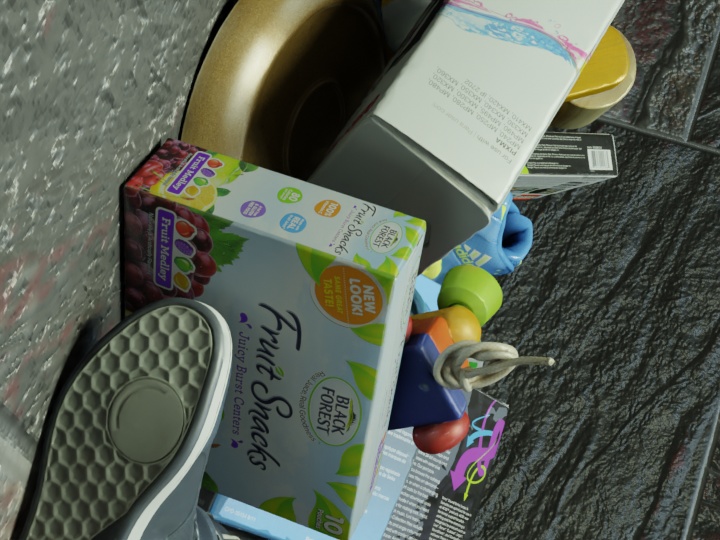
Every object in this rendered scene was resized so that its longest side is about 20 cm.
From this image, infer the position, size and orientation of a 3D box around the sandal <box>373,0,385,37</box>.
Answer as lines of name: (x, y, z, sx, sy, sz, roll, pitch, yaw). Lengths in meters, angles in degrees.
sandal: (-0.016, -0.146, 0.847, 0.075, 0.048, 0.201, -59, 152, -47)

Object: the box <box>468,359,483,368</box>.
box: (0.038, 0.076, 1.143, 0.200, 0.097, 0.177, -97, -165, -51)

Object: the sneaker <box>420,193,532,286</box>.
sneaker: (0.061, -0.003, 0.898, 0.200, 0.105, 0.076, 94, 13, -60)

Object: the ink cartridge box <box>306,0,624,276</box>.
ink cartridge box: (0.060, -0.106, 0.719, 0.200, 0.083, 0.146, -57, -173, -25)

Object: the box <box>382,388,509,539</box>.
box: (0.036, 0.172, 0.973, 0.143, 0.036, 0.200, 32, 73, -44)

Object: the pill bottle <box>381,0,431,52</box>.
pill bottle: (0.072, -0.207, 0.894, 0.112, 0.112, 0.200, 41, 54, -79)

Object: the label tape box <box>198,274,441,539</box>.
label tape box: (-0.022, 0.085, 0.863, 0.144, 0.063, 0.200, 30, 81, -37)

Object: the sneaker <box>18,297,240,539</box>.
sneaker: (-0.101, 0.108, 0.663, 0.202, 0.077, 0.146, -64, 159, 7)

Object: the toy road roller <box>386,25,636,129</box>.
toy road roller: (0.101, -0.177, 1.007, 0.123, 0.200, 0.146, 137, -60, -82)

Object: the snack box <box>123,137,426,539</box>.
snack box: (-0.051, 0.042, 0.676, 0.053, 0.142, 0.200, -61, 164, -47)

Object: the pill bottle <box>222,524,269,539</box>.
pill bottle: (-0.093, 0.292, 0.961, 0.110, 0.109, 0.200, 10, 98, -80)

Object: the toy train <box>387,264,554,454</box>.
toy train: (0.050, 0.038, 0.734, 0.085, 0.200, 0.116, 59, 43, -18)

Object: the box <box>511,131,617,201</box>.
box: (0.086, -0.079, 0.981, 0.110, 0.200, 0.035, -13, -99, 55)

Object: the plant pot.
plant pot: (-0.035, -0.083, 0.747, 0.200, 0.027, 0.200, -46, 148, -41)
